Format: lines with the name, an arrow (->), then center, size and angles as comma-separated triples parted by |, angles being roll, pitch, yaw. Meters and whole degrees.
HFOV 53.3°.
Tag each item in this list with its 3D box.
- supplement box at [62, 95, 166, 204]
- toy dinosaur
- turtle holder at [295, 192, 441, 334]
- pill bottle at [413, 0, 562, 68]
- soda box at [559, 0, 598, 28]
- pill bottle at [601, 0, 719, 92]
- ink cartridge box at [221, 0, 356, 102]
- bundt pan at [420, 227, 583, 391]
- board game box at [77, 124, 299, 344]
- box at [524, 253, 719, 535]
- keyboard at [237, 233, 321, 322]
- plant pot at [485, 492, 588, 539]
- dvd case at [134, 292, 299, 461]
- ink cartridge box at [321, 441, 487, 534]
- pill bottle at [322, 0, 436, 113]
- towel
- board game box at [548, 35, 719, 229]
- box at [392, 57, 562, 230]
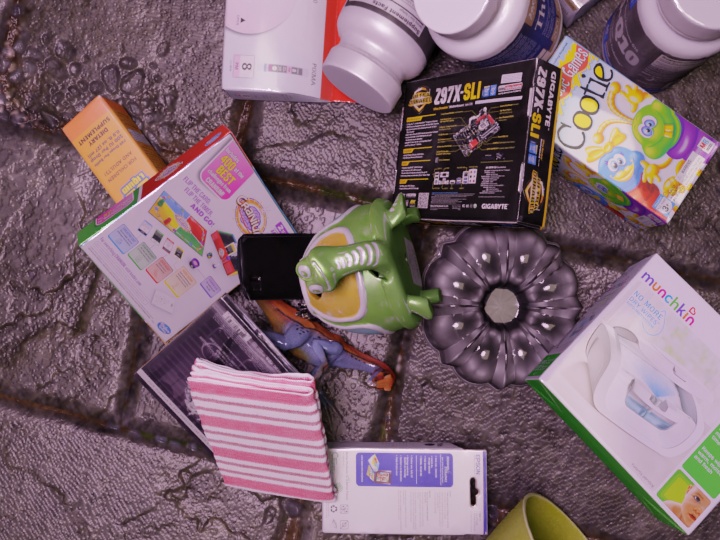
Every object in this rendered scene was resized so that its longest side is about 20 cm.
supplement box -> -0.263, -0.106, 0.859 | 0.066, 0.069, 0.201 | -38, 91, 3
toy dinosaur -> -0.049, 0.085, 0.830 | 0.176, 0.105, 0.206 | -1, 84, -6
turtle holder -> 0.004, 0.009, 0.742 | 0.128, 0.186, 0.144 | -15, 111, 15
pill bottle -> 0.132, -0.269, 0.739 | 0.108, 0.198, 0.114 | 4, 97, 30
soda box -> 0.299, -0.379, 0.827 | 0.199, 0.064, 0.069 | -41, 87, 3
pill bottle -> 0.334, -0.268, 0.754 | 0.110, 0.200, 0.117 | 0, 89, 4
ink cartridge box -> -0.064, -0.289, 0.858 | 0.194, 0.057, 0.168 | 3, 89, 8
bundt pan -> 0.162, 0.041, 0.825 | 0.196, 0.076, 0.208 | 0, 89, 5
board game box -> -0.187, -0.039, 0.803 | 0.198, 0.040, 0.155 | -37, 122, -7
box -> 0.302, 0.121, 0.731 | 0.176, 0.097, 0.200 | -43, 81, -2
keyboard -> -0.047, 0.012, 0.835 | 0.195, 0.040, 0.107 | 0, 75, -20
plant pot -> 0.167, 0.385, 0.784 | 0.200, 0.187, 0.188 | -44, 87, 17
dvd case -> -0.156, 0.128, 0.808 | 0.149, 0.016, 0.199 | 48, 126, -8
ink cartridge box -> 0.051, 0.256, 0.848 | 0.194, 0.039, 0.103 | 0, 89, 5
pill bottle -> 0.042, -0.292, 0.810 | 0.114, 0.116, 0.203 | 28, 87, 4
towel -> -0.102, 0.181, 0.790 | 0.142, 0.030, 0.204 | 6, 130, 16
board game box -> 0.273, -0.148, 0.805 | 0.198, 0.105, 0.104 | 36, 92, 4
box -> 0.118, -0.130, 0.779 | 0.048, 0.198, 0.165 | 9, 88, -38
